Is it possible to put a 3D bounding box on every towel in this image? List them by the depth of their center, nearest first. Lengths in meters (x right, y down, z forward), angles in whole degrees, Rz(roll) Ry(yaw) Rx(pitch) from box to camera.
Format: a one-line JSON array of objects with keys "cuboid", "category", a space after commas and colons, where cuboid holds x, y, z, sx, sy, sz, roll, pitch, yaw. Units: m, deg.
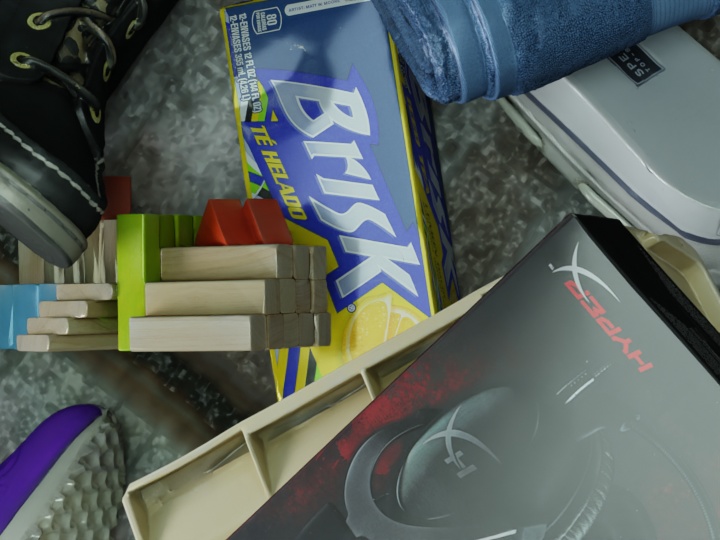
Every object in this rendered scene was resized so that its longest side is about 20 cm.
[{"cuboid": [0.092, -0.130, 0.833, 0.199, 0.049, 0.112, -21, 61, -18], "category": "towel"}]

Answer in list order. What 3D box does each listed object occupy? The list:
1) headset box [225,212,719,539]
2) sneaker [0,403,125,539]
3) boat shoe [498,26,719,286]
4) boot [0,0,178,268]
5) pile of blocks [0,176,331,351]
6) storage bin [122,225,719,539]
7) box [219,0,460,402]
[{"cuboid": [0.044, 0.105, 0.698, 0.200, 0.077, 0.149, -43, 78, 12], "category": "headset box"}, {"cuboid": [-0.168, 0.116, 0.884, 0.099, 0.070, 0.201, 25, 61, 20], "category": "sneaker"}, {"cuboid": [0.076, -0.076, 0.874, 0.072, 0.066, 0.200, -33, 65, -25], "category": "boat shoe"}, {"cuboid": [-0.093, -0.093, 0.853, 0.154, 0.204, 0.073, -46, 115, 1], "category": "boot"}, {"cuboid": [-0.091, -0.003, 0.862, 0.199, 0.082, 0.063, -2, 89, 49], "category": "pile of blocks"}, {"cuboid": [0.053, 0.116, 0.783, 0.199, 0.094, 0.200, -29, 81, 16], "category": "storage bin"}, {"cuboid": [0.000, 0.000, 0.887, 0.064, 0.070, 0.202, -10, 87, 10], "category": "box"}]
